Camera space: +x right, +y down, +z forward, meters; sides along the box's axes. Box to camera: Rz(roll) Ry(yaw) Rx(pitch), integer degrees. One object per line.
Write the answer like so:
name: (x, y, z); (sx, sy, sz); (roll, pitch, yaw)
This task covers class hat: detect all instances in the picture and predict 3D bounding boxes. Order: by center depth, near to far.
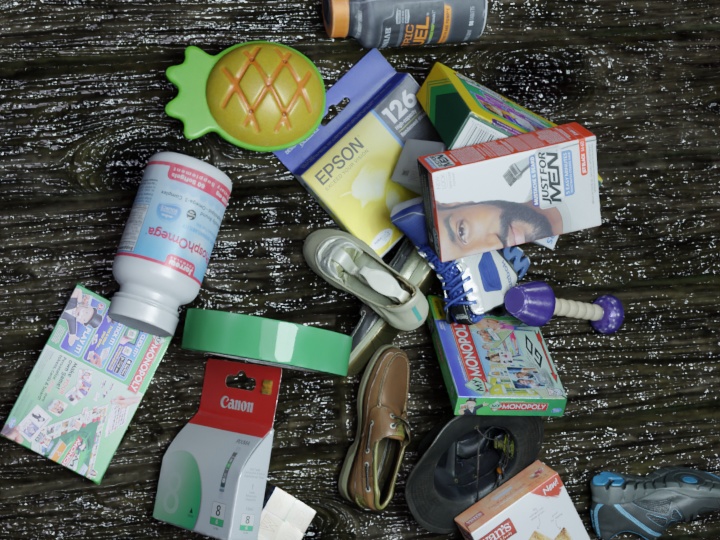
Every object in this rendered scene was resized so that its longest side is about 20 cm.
hat: (0.127, 0.223, 1.618); (0.198, 0.081, 0.203); (-17, 126, -24)

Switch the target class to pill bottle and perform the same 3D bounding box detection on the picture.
pill bottle: (-0.231, -0.030, 1.556); (0.107, 0.109, 0.203); (18, 77, -9)
pill bottle: (0.052, -0.337, 1.647); (0.197, 0.106, 0.108); (-6, 87, -11)

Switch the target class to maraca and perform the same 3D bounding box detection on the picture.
maraca: (-0.140, -0.215, 1.598); (0.197, 0.107, 0.139); (1, 78, -11)

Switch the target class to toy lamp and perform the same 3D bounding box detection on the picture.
toy lamp: (0.253, 0.048, 1.632); (0.198, 0.058, 0.059); (11, 82, -44)

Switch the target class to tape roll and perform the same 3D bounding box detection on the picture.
tape roll: (-0.109, 0.085, 1.533); (0.198, 0.200, 0.049); (10, 83, -10)

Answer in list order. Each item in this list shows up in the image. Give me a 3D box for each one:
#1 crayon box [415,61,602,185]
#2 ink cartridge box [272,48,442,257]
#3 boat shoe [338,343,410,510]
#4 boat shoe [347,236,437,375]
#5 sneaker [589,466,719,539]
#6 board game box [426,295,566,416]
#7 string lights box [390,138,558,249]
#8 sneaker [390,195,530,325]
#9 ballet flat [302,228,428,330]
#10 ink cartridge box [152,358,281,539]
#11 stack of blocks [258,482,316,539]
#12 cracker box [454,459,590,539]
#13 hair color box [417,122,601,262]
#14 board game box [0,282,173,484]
crayon box: (0.179, -0.163, 1.603); (0.198, 0.173, 0.059); (24, 110, -22)
ink cartridge box: (0.020, -0.149, 1.658); (0.198, 0.047, 0.200); (-44, 97, -11)
boat shoe: (0.034, 0.195, 1.610); (0.071, 0.068, 0.203); (12, 90, -40)
boat shoe: (0.030, 0.038, 1.637); (0.066, 0.072, 0.202); (37, 86, 19)
sneaker: (0.390, 0.303, 1.691); (0.197, 0.073, 0.083); (0, 102, -6)
board game box: (0.161, 0.101, 1.595); (0.133, 0.201, 0.029); (2, 124, -11)
string lights box: (0.148, -0.094, 1.616); (0.198, 0.103, 0.060); (24, 88, -26)
sneaker: (0.122, -0.001, 1.572); (0.198, 0.080, 0.116); (32, 59, -30)
ballet flat: (0.000, 0.000, 1.584); (0.199, 0.070, 0.070); (33, 79, 27)
ink cartridge box: (-0.169, 0.206, 1.535); (0.050, 0.160, 0.203); (11, 84, -41)
stack of blocks: (-0.134, 0.355, 1.551); (0.058, 0.115, 0.201); (32, 80, -7)
cracker box: (0.220, 0.358, 1.625); (0.133, 0.058, 0.202); (-32, 108, -12)
hair color box: (0.171, -0.090, 1.496); (0.197, 0.064, 0.112); (-13, 114, -9)
board game box: (-0.328, 0.136, 1.574); (0.133, 0.029, 0.202); (28, 81, -9)
